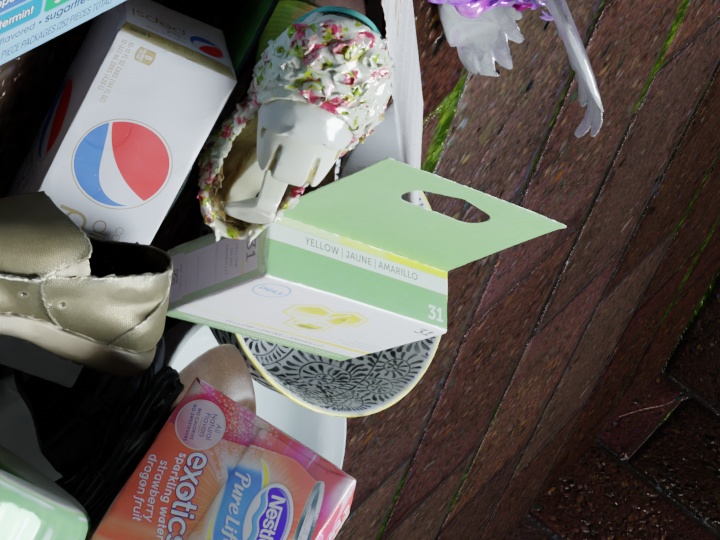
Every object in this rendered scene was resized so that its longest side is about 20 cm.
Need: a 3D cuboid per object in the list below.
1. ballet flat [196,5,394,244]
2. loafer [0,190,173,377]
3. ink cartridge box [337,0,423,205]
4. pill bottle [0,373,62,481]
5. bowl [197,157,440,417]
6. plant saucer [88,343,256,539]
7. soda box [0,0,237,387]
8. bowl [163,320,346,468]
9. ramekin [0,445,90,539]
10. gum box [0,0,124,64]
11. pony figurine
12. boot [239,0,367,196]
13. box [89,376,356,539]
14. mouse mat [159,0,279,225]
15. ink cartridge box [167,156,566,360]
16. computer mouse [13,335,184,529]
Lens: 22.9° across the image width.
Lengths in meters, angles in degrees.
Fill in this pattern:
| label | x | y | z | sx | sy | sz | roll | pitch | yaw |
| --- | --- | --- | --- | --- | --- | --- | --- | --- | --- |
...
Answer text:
| label | x | y | z | sx | sy | sz | roll | pitch | yaw |
| --- | --- | --- | --- | --- | --- | --- | --- | --- | --- |
| ballet flat | -0.035 | -0.064 | 0.907 | 0.200 | 0.076 | 0.064 | 134 | -27 | -64 |
| loafer | -0.171 | -0.008 | 0.848 | 0.200 | 0.076 | 0.068 | 22 | 103 | -45 |
| ink cartridge box | 0.008 | -0.128 | 1.087 | 0.161 | 0.050 | 0.200 | -85 | 169 | -45 |
| pill bottle | -0.195 | 0.153 | 1.140 | 0.111 | 0.111 | 0.200 | -44 | 161 | -25 |
| bowl | -0.044 | 0.004 | 1.196 | 0.094 | 0.201 | 0.201 | -15 | -163 | 47 |
| plant saucer | -0.118 | 0.138 | 1.078 | 0.200 | 0.032 | 0.200 | -56 | 167 | -19 |
| soda box | -0.140 | -0.042 | 0.921 | 0.200 | 0.068 | 0.064 | -59 | -156 | 21 |
| bowl | -0.107 | 0.115 | 1.268 | 0.201 | 0.090 | 0.202 | 0 | 90 | -50 |
| ramekin | -0.224 | 0.112 | 0.833 | 0.098 | 0.200 | 0.200 | -58 | 164 | -6 |
| gum box | -0.135 | -0.177 | 0.728 | 0.170 | 0.045 | 0.200 | -37 | 157 | -42 |
| pony figurine | 0.121 | -0.212 | 1.219 | 0.200 | 0.166 | 0.193 | -44 | 130 | -15 |
| boot | -0.021 | -0.137 | 1.051 | 0.200 | 0.072 | 0.167 | 109 | 2 | -74 |
| box | -0.069 | 0.136 | 0.928 | 0.103 | 0.095 | 0.200 | -56 | 174 | -12 |
| mouse mat | -0.062 | -0.128 | 0.962 | 0.200 | 0.008 | 0.161 | -60 | -169 | 22 |
| ink cartridge box | 0.000 | 0.000 | 1.038 | 0.145 | 0.048 | 0.200 | 18 | 157 | -38 |
| computer mouse | -0.146 | 0.069 | 0.987 | 0.053 | 0.200 | 0.139 | 34 | 107 | -31 |
